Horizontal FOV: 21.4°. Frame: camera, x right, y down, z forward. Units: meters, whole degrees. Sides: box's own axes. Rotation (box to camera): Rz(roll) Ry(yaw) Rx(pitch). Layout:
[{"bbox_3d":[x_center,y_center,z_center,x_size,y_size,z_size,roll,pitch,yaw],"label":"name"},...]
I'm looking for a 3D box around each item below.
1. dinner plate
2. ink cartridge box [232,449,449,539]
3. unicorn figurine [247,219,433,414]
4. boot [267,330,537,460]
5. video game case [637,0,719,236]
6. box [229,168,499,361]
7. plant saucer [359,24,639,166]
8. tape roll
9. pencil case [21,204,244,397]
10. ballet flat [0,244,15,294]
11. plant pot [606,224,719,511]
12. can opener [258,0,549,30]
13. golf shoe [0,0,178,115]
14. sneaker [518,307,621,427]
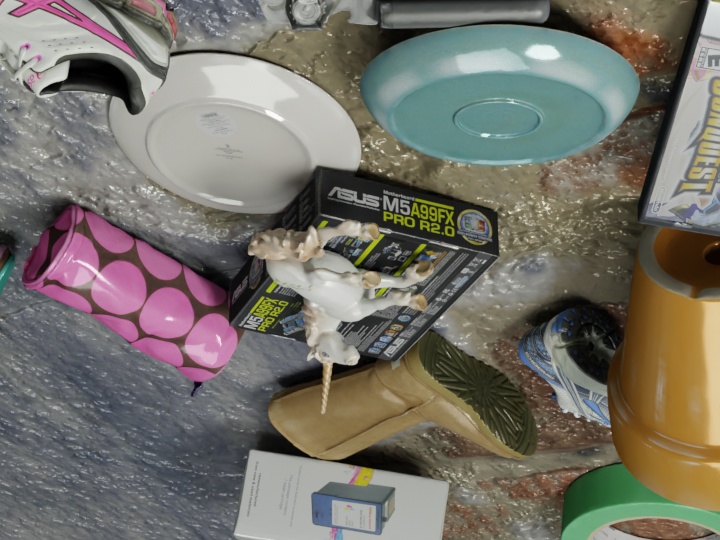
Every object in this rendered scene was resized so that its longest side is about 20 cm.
[{"bbox_3d":[-0.099,-0.097,1.477,0.198,0.024,0.201,6,146,4],"label":"dinner plate"},{"bbox_3d":[-0.018,0.239,1.869,0.198,0.088,0.145,10,168,1],"label":"ink cartridge box"},{"bbox_3d":[-0.016,0.017,1.486,0.137,0.074,0.200,-9,135,34],"label":"unicorn figurine"},{"bbox_3d":[0.040,0.136,1.761,0.175,0.066,0.199,42,135,-22],"label":"boot"},{"bbox_3d":[0.303,-0.099,1.328,0.179,0.026,0.201,9,132,-1],"label":"video game case"},{"bbox_3d":[0.000,0.000,1.559,0.159,0.045,0.200,13,147,-20],"label":"box"},{"bbox_3d":[0.098,-0.117,1.351,0.198,0.028,0.200,2,161,1],"label":"plant saucer"},{"bbox_3d":[0.299,0.257,1.889,0.199,0.048,0.201,6,147,4],"label":"tape roll"},{"bbox_3d":[-0.195,0.024,1.628,0.200,0.091,0.093,35,153,-30],"label":"pencil case"},{"bbox_3d":[-0.355,0.031,1.703,0.071,0.069,0.200,30,146,3],"label":"ballet flat"},{"bbox_3d":[0.282,0.050,1.471,0.198,0.201,0.184,-2,130,16],"label":"plant pot"},{"bbox_3d":[0.027,-0.197,1.281,0.198,0.067,0.054,-1,124,-1],"label":"can opener"},{"bbox_3d":[-0.230,-0.171,1.336,0.198,0.093,0.073,14,148,-5],"label":"golf shoe"},{"bbox_3d":[0.216,0.099,1.664,0.200,0.077,0.085,40,146,-28],"label":"sneaker"}]
